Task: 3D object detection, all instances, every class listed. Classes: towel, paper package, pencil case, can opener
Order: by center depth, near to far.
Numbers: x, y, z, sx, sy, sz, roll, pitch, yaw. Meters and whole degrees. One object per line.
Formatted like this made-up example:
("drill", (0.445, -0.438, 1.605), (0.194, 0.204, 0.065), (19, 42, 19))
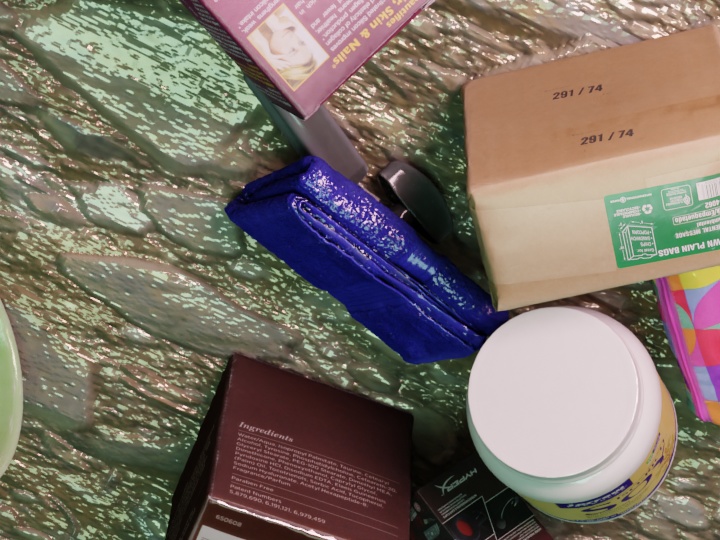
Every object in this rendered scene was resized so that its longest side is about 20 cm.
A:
("paper package", (0.176, -0.074, 1.413), (0.199, 0.191, 0.104), (-12, 120, 9))
("can opener", (-0.011, -0.088, 1.505), (0.066, 0.053, 0.200), (-47, 114, -11))
("towel", (0.000, 0.000, 1.508), (0.200, 0.050, 0.148), (39, 154, -17))
("pencil case", (0.264, 0.027, 1.530), (0.088, 0.088, 0.200), (-19, 117, 14))

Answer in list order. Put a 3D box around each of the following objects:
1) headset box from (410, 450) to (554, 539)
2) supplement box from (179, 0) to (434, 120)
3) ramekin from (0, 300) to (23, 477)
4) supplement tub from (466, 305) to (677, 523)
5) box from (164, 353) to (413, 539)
("headset box", (0.110, 0.265, 1.595), (0.200, 0.075, 0.149), (51, 149, 15))
("supplement box", (-0.067, -0.223, 1.367), (0.131, 0.103, 0.200), (-43, 111, -5))
("ramekin", (-0.353, 0.080, 1.535), (0.097, 0.200, 0.201), (-12, 119, 20))
("supplement tub", (0.159, 0.108, 1.496), (0.145, 0.200, 0.146), (-3, 76, 14))
("box", (-0.061, 0.205, 1.585), (0.164, 0.200, 0.166), (19, 120, -8))
